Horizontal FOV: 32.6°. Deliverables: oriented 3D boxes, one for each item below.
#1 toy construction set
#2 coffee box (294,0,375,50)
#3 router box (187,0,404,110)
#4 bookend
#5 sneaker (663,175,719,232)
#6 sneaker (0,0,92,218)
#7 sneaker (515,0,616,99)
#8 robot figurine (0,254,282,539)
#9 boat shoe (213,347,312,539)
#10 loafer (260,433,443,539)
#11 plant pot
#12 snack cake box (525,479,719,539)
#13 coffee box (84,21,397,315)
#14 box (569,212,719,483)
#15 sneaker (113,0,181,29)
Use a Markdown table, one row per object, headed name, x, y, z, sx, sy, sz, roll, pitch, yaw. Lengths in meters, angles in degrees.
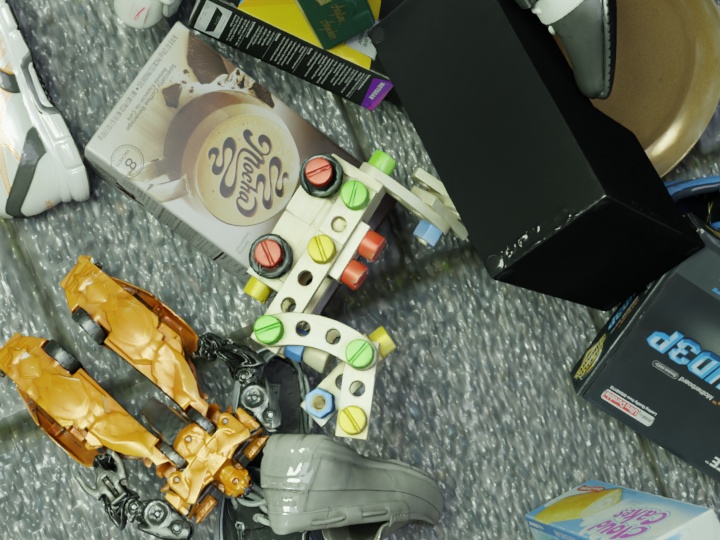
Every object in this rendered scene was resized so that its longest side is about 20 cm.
| name | x | y | z | sx | sy | sz | roll | pitch | yaw |
| --- | --- | --- | --- | --- | --- | --- | --- | --- | --- |
| toy construction set | 0.000 | 0.000 | 0.814 | 0.130 | 0.092 | 0.201 | 32 | 71 | 12 |
| coffee box | -0.057 | -0.250 | 0.788 | 0.044 | 0.123 | 0.202 | -27 | 84 | 3 |
| router box | -0.025 | -0.236 | 0.897 | 0.148 | 0.051 | 0.202 | 22 | 63 | -15 |
| bookend | 0.126 | -0.089 | 0.858 | 0.092 | 0.198 | 0.202 | -35 | 66 | 23 |
| sneaker | 0.310 | -0.045 | 0.982 | 0.197 | 0.078 | 0.067 | -5 | 85 | -15 |
| sneaker | -0.260 | -0.130 | 0.855 | 0.079 | 0.074 | 0.202 | -25 | 91 | -12 |
| sneaker | 0.116 | -0.204 | 0.799 | 0.087 | 0.074 | 0.202 | -10 | 110 | 17 |
| robot figurine | -0.147 | 0.088 | 0.838 | 0.199 | 0.058 | 0.145 | 38 | 79 | 15 |
| boat shoe | -0.061 | 0.156 | 0.881 | 0.073 | 0.068 | 0.202 | 8 | 84 | -12 |
| loafer | -0.004 | 0.162 | 0.850 | 0.199 | 0.069 | 0.071 | 27 | 65 | -52 |
| plant pot | 0.184 | -0.145 | 0.940 | 0.197 | 0.028 | 0.202 | -8 | 122 | -12 |
| snack cake box | 0.198 | 0.222 | 0.870 | 0.067 | 0.200 | 0.116 | -24 | 91 | -13 |
| coffee box | -0.085 | -0.066 | 0.886 | 0.199 | 0.080 | 0.114 | 36 | 79 | -8 |
| box | 0.287 | 0.075 | 0.948 | 0.199 | 0.046 | 0.160 | 32 | 107 | -9 |
| sneaker | -0.133 | -0.212 | 0.833 | 0.077 | 0.200 | 0.101 | 17 | 92 | -14 |
